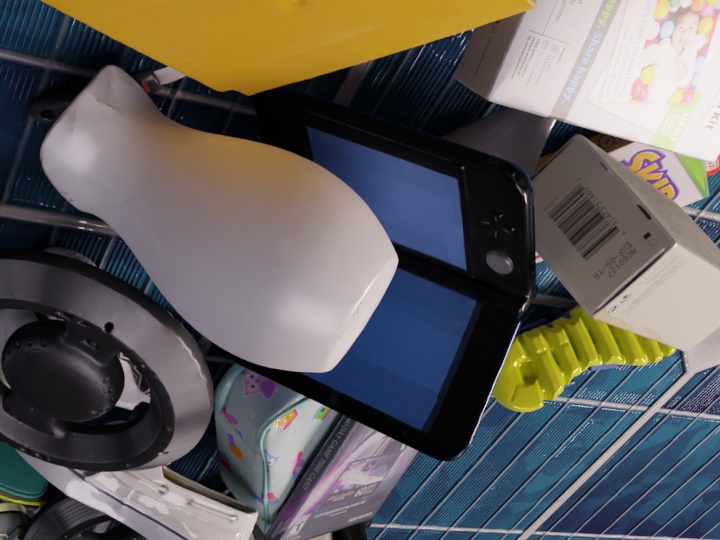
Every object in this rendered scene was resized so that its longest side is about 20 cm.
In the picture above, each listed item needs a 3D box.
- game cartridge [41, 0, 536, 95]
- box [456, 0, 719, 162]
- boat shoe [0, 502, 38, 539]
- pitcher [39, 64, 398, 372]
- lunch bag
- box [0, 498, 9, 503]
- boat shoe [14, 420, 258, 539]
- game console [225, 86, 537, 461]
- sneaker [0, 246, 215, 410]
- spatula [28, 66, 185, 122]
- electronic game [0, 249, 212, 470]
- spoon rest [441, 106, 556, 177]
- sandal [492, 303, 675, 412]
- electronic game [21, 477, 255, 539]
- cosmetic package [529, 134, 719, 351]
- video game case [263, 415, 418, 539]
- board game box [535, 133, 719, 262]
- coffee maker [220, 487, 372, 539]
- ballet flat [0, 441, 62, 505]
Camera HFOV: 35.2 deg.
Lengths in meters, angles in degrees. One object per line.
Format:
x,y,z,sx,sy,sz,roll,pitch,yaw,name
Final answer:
-0.035,-0.149,0.575,0.200,0.033,0.176,-10,165,28,game cartridge
0.172,-0.159,0.686,0.200,0.041,0.156,9,113,-35,box
-0.309,0.237,0.960,0.073,0.062,0.200,-19,166,-1,boat shoe
-0.081,-0.020,0.700,0.121,0.200,0.172,-56,171,-12,pitcher
-0.038,0.122,0.937,0.160,0.077,0.200,-33,150,-25,lunch bag
-0.399,0.156,0.908,0.156,0.041,0.200,-20,141,3,box
-0.165,0.149,0.870,0.202,0.075,0.086,34,90,-6,boat shoe
0.000,0.000,0.727,0.200,0.118,0.171,22,147,26,game console
-0.204,0.068,0.851,0.115,0.075,0.200,-29,134,17,sneaker
-0.111,-0.127,0.695,0.200,0.021,0.057,-19,142,4,spatula
-0.193,0.064,0.741,0.200,0.042,0.200,8,134,8,electronic game
0.089,-0.083,0.771,0.061,0.099,0.200,2,128,-48,spoon rest
0.192,0.060,0.988,0.200,0.080,0.087,-18,178,-9,sandal
-0.189,0.245,0.972,0.199,0.042,0.200,-4,129,-6,electronic game
0.191,-0.013,0.783,0.073,0.104,0.200,-44,150,17,cosmetic package
0.015,0.140,0.932,0.143,0.019,0.200,0,128,-55,video game case
0.181,-0.063,0.868,0.200,0.030,0.096,-24,140,5,board game box
-0.033,0.300,1.076,0.192,0.200,0.135,18,130,-34,coffee maker
-0.268,0.169,0.957,0.200,0.067,0.067,23,150,-39,ballet flat
